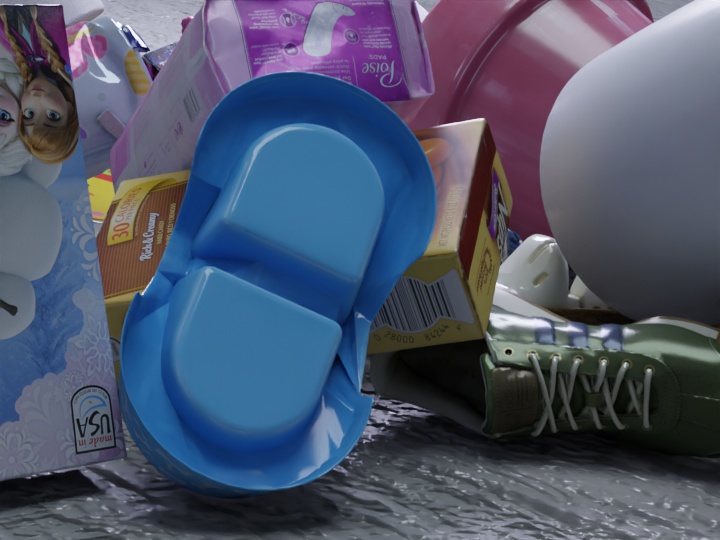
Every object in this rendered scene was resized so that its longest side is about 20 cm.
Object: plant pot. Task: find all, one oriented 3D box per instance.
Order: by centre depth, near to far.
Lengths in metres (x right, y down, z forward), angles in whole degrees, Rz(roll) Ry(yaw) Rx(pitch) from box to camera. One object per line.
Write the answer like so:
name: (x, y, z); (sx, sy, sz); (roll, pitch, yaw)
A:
plant pot: (0.145, -0.083, 1.487); (0.200, 0.201, 0.179); (-8, 33, -43)

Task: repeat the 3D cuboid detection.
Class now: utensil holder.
utensil holder: (0.205, -0.065, 1.177); (0.169, 0.171, 0.200); (-2, -9, -27)

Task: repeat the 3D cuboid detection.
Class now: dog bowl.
dog bowl: (-0.040, 0.010, 1.021); (0.111, 0.201, 0.050); (24, -29, -9)

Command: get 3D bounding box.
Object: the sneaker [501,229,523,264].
sneaker: (0.000, 0.000, 1.290); (0.199, 0.077, 0.085); (0, 10, -24)

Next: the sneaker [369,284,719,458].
sneaker: (0.093, 0.057, 1.109); (0.200, 0.067, 0.090); (14, 24, 35)

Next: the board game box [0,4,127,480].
board game box: (-0.198, -0.006, 0.956); (0.200, 0.200, 0.043); (-8, -1, -42)

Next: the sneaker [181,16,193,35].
sneaker: (-0.046, -0.079, 1.404); (0.088, 0.200, 0.082); (-14, 56, -3)

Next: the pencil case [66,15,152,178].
pencil case: (-0.207, -0.068, 1.340); (0.199, 0.083, 0.091); (-25, 62, -15)

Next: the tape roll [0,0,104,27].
tape roll: (-0.250, -0.130, 1.436); (0.202, 0.037, 0.203); (-28, 6, 3)

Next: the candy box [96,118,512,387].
candy box: (-0.033, -0.007, 1.148); (0.199, 0.057, 0.117); (-10, 33, 18)

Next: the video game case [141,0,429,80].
video game case: (-0.018, -0.117, 1.593); (0.200, 0.036, 0.181); (-25, 52, -27)

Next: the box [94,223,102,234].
box: (-0.097, -0.002, 1.338); (0.199, 0.039, 0.041); (2, 14, -11)

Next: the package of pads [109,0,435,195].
package of pads: (-0.052, -0.078, 1.250); (0.120, 0.076, 0.200); (-4, -19, -22)

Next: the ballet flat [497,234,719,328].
ballet flat: (0.119, 0.016, 1.258); (0.199, 0.073, 0.068); (-1, 13, -24)

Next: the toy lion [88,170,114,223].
toy lion: (-0.193, -0.046, 1.468); (0.191, 0.069, 0.200); (13, 13, 3)
